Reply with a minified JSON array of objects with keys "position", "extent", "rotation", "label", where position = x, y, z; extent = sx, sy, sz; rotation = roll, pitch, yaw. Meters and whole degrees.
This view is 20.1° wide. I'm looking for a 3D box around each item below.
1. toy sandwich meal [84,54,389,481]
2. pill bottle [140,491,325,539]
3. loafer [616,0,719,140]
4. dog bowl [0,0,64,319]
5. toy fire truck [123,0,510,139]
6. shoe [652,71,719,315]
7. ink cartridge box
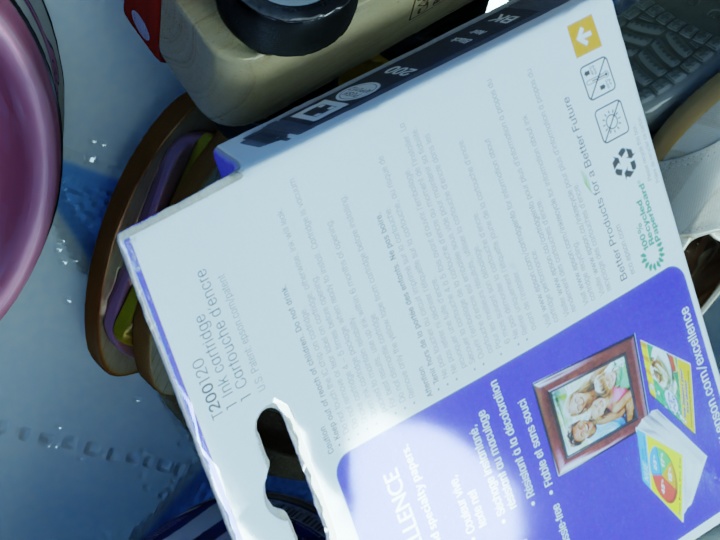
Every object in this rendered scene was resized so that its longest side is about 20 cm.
[{"position":[0.000,0.000,0.770],"extent":[0.204,0.070,0.207],"rotation":[-8,112,-20],"label":"toy sandwich meal"},{"position":[-0.055,0.149,0.718],"extent":[0.115,0.200,0.117],"rotation":[1,93,11],"label":"pill bottle"},{"position":[0.171,-0.099,0.812],"extent":[0.199,0.075,0.070],"rotation":[-31,134,-7],"label":"loafer"},{"position":[-0.189,-0.040,0.677],"extent":[0.199,0.074,0.202],"rotation":[-7,112,-19],"label":"dog bowl"},{"position":[-0.021,-0.173,0.681],"extent":[0.175,0.129,0.200],"rotation":[-31,74,-17],"label":"toy fire truck"},{"position":[0.120,-0.002,0.769],"extent":[0.200,0.053,0.070],"rotation":[-49,141,13],"label":"shoe"},{"position":[0.027,0.033,0.673],"extent":[0.199,0.043,0.199],"rotation":[-28,109,-28],"label":"ink cartridge box"}]
